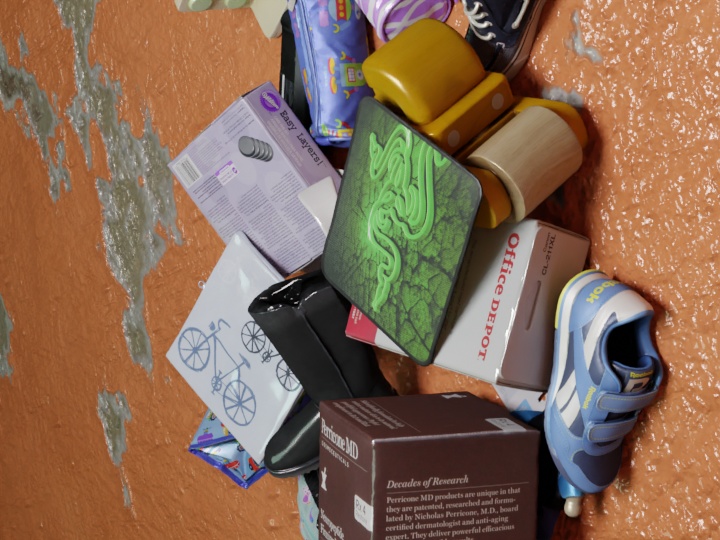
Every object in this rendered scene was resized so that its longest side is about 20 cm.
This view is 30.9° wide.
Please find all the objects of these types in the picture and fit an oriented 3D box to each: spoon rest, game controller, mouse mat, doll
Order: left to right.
[{"bbox_3d":[-0.065,-0.198,1.487,0.104,0.042,0.201,-129,40,-59],"label":"game controller"},{"bbox_3d":[0.000,0.000,1.333,0.200,0.099,0.061,59,-177,-33],"label":"spoon rest"},{"bbox_3d":[0.031,-0.033,1.143,0.161,0.008,0.201,41,131,34],"label":"mouse mat"},{"bbox_3d":[0.167,0.189,1.228,0.137,0.048,0.201,53,140,42],"label":"doll"}]

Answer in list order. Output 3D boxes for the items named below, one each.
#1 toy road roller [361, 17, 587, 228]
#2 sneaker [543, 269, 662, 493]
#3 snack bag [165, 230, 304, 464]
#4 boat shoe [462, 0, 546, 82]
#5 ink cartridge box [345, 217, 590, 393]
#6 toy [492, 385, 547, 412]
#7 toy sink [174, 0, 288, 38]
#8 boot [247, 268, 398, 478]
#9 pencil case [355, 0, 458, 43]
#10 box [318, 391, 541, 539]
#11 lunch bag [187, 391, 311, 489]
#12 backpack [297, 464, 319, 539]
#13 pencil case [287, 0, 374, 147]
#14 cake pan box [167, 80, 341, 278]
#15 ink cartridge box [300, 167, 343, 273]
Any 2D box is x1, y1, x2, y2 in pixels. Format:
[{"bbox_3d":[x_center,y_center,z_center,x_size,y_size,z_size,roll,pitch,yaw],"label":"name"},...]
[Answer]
[{"bbox_3d":[0.084,-0.134,1.135,0.200,0.123,0.146,20,144,49],"label":"toy road roller"},{"bbox_3d":[0.209,0.104,1.113,0.082,0.074,0.201,21,118,51],"label":"sneaker"},{"bbox_3d":[-0.124,0.081,1.449,0.189,0.021,0.200,45,118,28],"label":"snack bag"},{"bbox_3d":[0.111,-0.235,1.137,0.075,0.092,0.200,57,142,30],"label":"boat shoe"},{"bbox_3d":[0.095,0.017,1.191,0.200,0.083,0.146,16,90,46],"label":"ink cartridge box"},{"bbox_3d":[0.118,0.051,1.262,0.200,0.047,0.115,62,145,25],"label":"toy"},{"bbox_3d":[-0.160,-0.376,1.498,0.201,0.112,0.130,64,146,21],"label":"toy sink"},{"bbox_3d":[-0.062,0.107,1.336,0.200,0.164,0.066,62,177,-39],"label":"boot"},{"bbox_3d":[0.014,-0.312,1.283,0.200,0.085,0.084,60,-179,26],"label":"pencil case"},{"bbox_3d":[0.059,0.231,1.219,0.166,0.163,0.201,-161,70,-71],"label":"box"},{"bbox_3d":[-0.095,0.150,1.536,0.094,0.151,0.200,37,142,-16],"label":"lunch bag"},{"bbox_3d":[0.001,0.264,1.420,0.200,0.166,0.127,49,138,50],"label":"backpack"},{"bbox_3d":[-0.032,-0.228,1.370,0.078,0.087,0.201,0,101,47],"label":"pencil case"},{"bbox_3d":[-0.107,-0.085,1.425,0.184,0.052,0.200,54,142,-3],"label":"cake pan box"},{"bbox_3d":[-0.048,-0.069,1.459,0.199,0.047,0.161,17,132,33],"label":"ink cartridge box"}]
